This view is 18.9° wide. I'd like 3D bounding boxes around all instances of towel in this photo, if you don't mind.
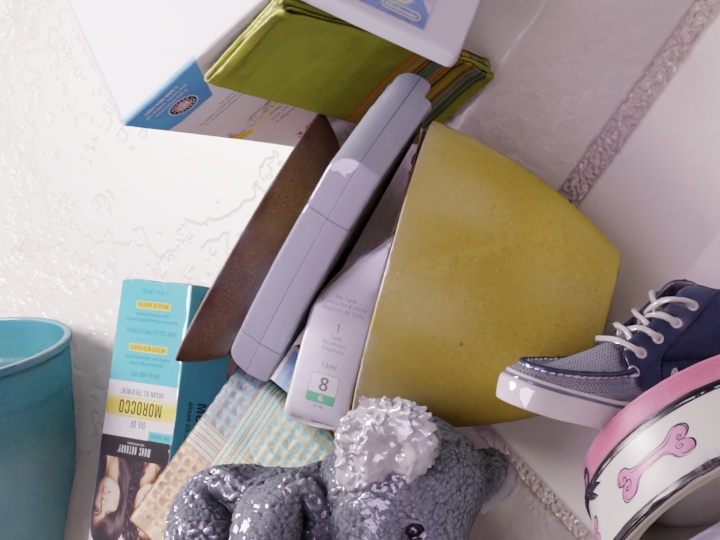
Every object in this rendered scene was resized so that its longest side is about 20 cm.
[{"bbox_3d":[-0.053,0.174,1.475,0.200,0.022,0.147,39,94,29],"label":"towel"},{"bbox_3d":[-0.004,-0.130,1.442,0.086,0.199,0.018,-45,53,30],"label":"towel"}]

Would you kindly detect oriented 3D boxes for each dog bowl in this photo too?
[{"bbox_3d":[0.222,0.119,1.294,0.200,0.199,0.074,-42,54,26],"label":"dog bowl"}]

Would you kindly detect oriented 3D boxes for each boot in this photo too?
[{"bbox_3d":[0.170,0.047,1.326,0.073,0.199,0.091,22,103,51],"label":"boot"}]

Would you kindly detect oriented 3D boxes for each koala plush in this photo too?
[{"bbox_3d":[-0.005,0.159,1.351,0.200,0.177,0.185,-39,53,16],"label":"koala plush"}]

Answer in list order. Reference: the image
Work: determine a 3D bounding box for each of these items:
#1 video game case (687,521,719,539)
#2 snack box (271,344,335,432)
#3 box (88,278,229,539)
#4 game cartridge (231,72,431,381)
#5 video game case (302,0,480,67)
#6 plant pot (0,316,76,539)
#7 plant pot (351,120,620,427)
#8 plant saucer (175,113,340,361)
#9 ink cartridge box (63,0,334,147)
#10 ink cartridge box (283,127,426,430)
[{"bbox_3d":[0.224,0.251,1.283,0.181,0.024,0.201,-32,107,14],"label":"video game case"},{"bbox_3d":[-0.071,0.153,1.590,0.072,0.024,0.201,44,113,26],"label":"snack box"},{"bbox_3d":[-0.148,0.110,1.610,0.082,0.049,0.202,4,85,43],"label":"box"},{"bbox_3d":[-0.022,-0.024,1.409,0.040,0.134,0.201,29,129,-1],"label":"game cartridge"},{"bbox_3d":[-0.001,-0.244,1.398,0.199,0.183,0.022,24,149,-3],"label":"video game case"},{"bbox_3d":[-0.305,0.152,1.662,0.199,0.200,0.190,0,104,34],"label":"plant pot"},{"bbox_3d":[0.088,0.019,1.400,0.141,0.200,0.202,16,99,4],"label":"plant pot"},{"bbox_3d":[-0.065,-0.016,1.504,0.034,0.200,0.201,31,109,-1],"label":"plant saucer"},{"bbox_3d":[-0.081,-0.189,1.496,0.146,0.199,0.147,-37,68,28],"label":"ink cartridge box"},{"bbox_3d":[0.000,0.000,1.452,0.050,0.161,0.202,13,93,3],"label":"ink cartridge box"}]
